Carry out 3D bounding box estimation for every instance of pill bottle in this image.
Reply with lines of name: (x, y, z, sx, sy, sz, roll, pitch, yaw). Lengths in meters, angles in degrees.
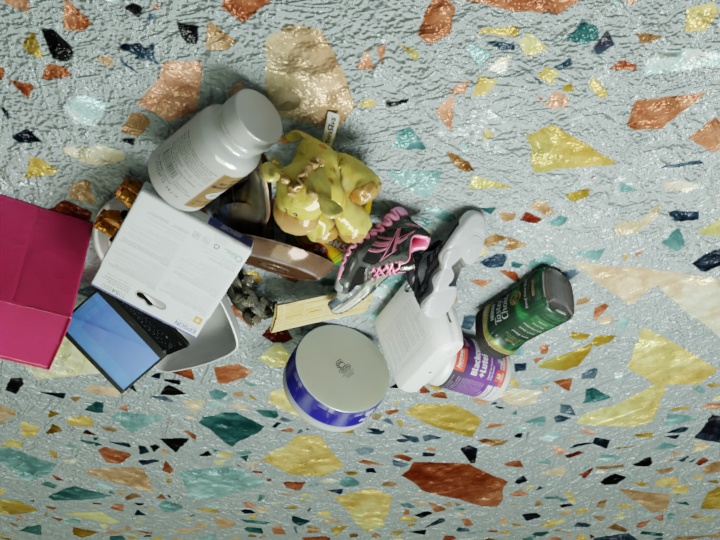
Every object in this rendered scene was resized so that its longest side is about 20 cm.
pill bottle: (0.192, 0.185, 1.903, 0.199, 0.112, 0.111, 18, 141, -22)
pill bottle: (-0.213, -0.179, 1.408, 0.114, 0.115, 0.200, 31, 135, -34)

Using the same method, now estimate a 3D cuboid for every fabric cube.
fabric cube: (-0.589, 0.021, 1.625, 0.199, 0.200, 0.196, 17, 142, -21)

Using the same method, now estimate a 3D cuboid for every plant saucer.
plant saucer: (-0.143, -0.019, 1.615, 0.200, 0.035, 0.200, 15, 173, 2)

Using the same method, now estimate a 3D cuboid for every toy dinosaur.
toy dinosaur: (-0.214, 0.044, 1.748, 0.102, 0.077, 0.200, 11, 146, 50)

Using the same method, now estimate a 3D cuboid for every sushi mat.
sushi mat: (-0.070, 0.070, 1.775, 0.199, 0.012, 0.096, -11, 147, -23)

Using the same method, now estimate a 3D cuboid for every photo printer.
photo printer: (0.110, 0.108, 1.758, 0.069, 0.167, 0.200, -5, 149, -30)

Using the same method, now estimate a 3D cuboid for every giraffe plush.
giraffe plush: (-0.069, -0.114, 1.392, 0.172, 0.162, 0.201, 3, 114, 15)

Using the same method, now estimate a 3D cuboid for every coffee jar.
coffee jar: (0.298, 0.083, 1.765, 0.085, 0.105, 0.200, 25, 137, -25)

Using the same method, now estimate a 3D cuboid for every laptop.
laptop: (-0.424, 0.114, 1.691, 0.177, 0.103, 0.200, 48, 152, -11)

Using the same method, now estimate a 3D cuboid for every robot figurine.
robot figurine: (-0.329, -0.056, 1.567, 0.200, 0.058, 0.145, 34, 114, -18)

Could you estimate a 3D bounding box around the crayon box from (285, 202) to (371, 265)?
crayon box: (-0.052, -0.094, 1.546, 0.127, 0.051, 0.200, 20, 144, 7)

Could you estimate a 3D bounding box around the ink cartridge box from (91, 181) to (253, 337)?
ink cartridge box: (-0.303, -0.014, 1.533, 0.196, 0.043, 0.200, 29, 118, -14)

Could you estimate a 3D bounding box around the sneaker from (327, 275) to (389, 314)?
sneaker: (0.000, 0.000, 1.686, 0.086, 0.078, 0.200, 49, 125, 3)

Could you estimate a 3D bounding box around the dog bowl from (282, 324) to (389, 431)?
dog bowl: (-0.047, 0.209, 1.869, 0.199, 0.201, 0.079, 14, 140, -17)

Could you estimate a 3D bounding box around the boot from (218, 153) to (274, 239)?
boot: (-0.189, -0.113, 1.533, 0.097, 0.075, 0.200, -1, 146, -2)

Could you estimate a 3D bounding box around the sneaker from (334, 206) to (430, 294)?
sneaker: (0.040, -0.021, 1.546, 0.095, 0.200, 0.079, 37, 147, 16)

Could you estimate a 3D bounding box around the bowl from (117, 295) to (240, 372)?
bowl: (-0.324, 0.074, 1.751, 0.199, 0.075, 0.200, -17, 110, 22)

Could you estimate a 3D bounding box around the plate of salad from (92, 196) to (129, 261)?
plate of salad: (-0.356, -0.054, 1.633, 0.199, 0.048, 0.201, 0, 121, 0)

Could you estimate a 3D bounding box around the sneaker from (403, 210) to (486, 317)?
sneaker: (0.134, -0.027, 1.643, 0.075, 0.114, 0.201, 11, 110, -39)
